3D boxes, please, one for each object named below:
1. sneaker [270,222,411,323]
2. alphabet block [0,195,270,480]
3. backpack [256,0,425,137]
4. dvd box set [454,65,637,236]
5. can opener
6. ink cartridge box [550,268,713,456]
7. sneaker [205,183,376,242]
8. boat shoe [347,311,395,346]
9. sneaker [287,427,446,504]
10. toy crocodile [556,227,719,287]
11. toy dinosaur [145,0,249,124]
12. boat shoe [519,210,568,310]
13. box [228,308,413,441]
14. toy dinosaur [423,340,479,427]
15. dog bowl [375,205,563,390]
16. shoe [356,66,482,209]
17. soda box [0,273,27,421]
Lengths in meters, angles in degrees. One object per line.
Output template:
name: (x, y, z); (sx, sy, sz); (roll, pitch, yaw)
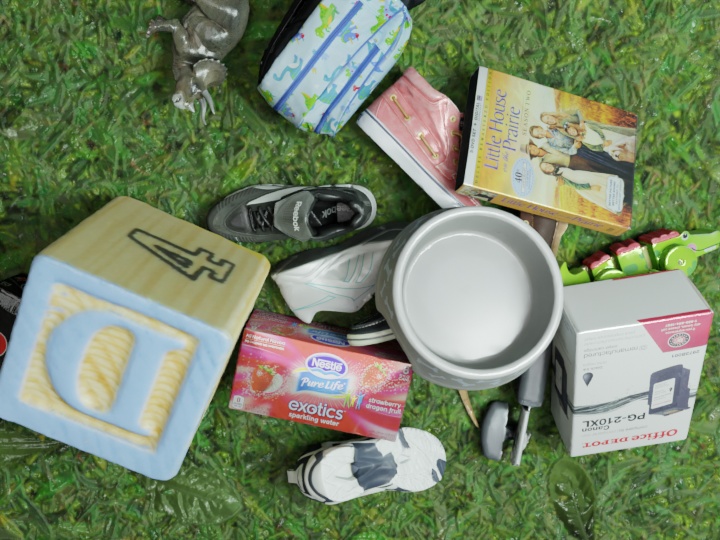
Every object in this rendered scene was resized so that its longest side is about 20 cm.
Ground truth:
sneaker: (0.000, 0.000, 0.822); (0.200, 0.070, 0.080); (-19, 107, 10)
alphabet block: (-0.231, 0.063, 0.743); (0.196, 0.200, 0.196); (25, 110, -6)
backpack: (-0.024, -0.240, 0.729); (0.200, 0.163, 0.154); (-35, 114, 12)
dvd box set: (0.208, -0.131, 0.770); (0.200, 0.029, 0.147); (14, 73, -11)
can opener: (0.190, 0.142, 0.854); (0.067, 0.053, 0.200); (8, 98, 6)
ink cartridge box: (0.300, 0.110, 0.798); (0.145, 0.084, 0.200); (-9, 126, 1)
sneaker: (-0.080, -0.065, 0.791); (0.200, 0.091, 0.067); (-4, 100, 0)
boat shoe: (0.067, 0.027, 0.806); (0.200, 0.075, 0.062); (-28, 96, -15)
sneaker: (-0.001, 0.243, 0.867); (0.199, 0.130, 0.080); (-7, 82, -37)
toy crocodile: (0.321, -0.013, 0.819); (0.200, 0.068, 0.062); (-20, 101, 3)
toy dinosaur: (-0.169, -0.274, 0.768); (0.102, 0.077, 0.200); (27, 95, -18)
boat shoe: (0.191, -0.018, 0.804); (0.070, 0.070, 0.200); (16, 79, 5)
box: (-0.045, 0.121, 0.825); (0.200, 0.095, 0.100); (13, 100, -3)
toy dinosaur: (0.101, 0.106, 0.836); (0.060, 0.200, 0.106); (14, 74, 37)
dog bowl: (0.117, 0.025, 0.724); (0.200, 0.059, 0.200); (1, 82, -4)
shoe: (0.096, -0.133, 0.790); (0.200, 0.071, 0.091); (44, 101, -5)
soda box: (-0.434, 0.107, 0.829); (0.063, 0.071, 0.200); (30, 99, -5)
